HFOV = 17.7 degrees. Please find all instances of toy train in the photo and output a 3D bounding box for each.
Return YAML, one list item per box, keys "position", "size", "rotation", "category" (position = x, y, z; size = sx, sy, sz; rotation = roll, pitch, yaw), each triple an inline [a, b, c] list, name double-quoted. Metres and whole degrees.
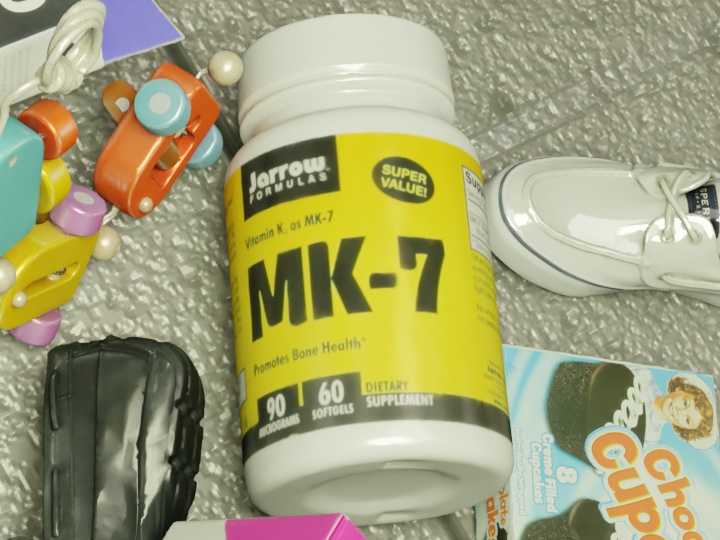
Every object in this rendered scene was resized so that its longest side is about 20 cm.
- position: [-0.124, -0.050, 0.929]
  size: [0.056, 0.200, 0.150]
  rotation: [32, 89, 16]
  category: "toy train"

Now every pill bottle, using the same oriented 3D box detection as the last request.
- position: [0.000, 0.000, 0.994]
  size: [0.114, 0.114, 0.200]
  rotation: [5, 66, -26]
  category: "pill bottle"

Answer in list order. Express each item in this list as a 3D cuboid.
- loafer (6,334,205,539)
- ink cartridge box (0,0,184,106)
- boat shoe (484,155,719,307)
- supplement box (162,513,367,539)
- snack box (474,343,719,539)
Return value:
- position: [-0.109, 0.123, 0.921]
  size: [0.070, 0.068, 0.201]
  rotation: [2, 71, 13]
  category: "loafer"
- position: [-0.202, -0.143, 0.962]
  size: [0.200, 0.043, 0.198]
  rotation: [-25, 64, -34]
  category: "ink cartridge box"
- position: [0.154, -0.024, 1.114]
  size: [0.200, 0.065, 0.074]
  rotation: [6, 67, -26]
  category: "boat shoe"
- position: [-0.005, 0.193, 0.878]
  size: [0.200, 0.101, 0.103]
  rotation: [52, 53, -24]
  category: "supplement box"
- position: [0.111, 0.138, 1.038]
  size: [0.116, 0.037, 0.200]
  rotation: [9, 65, -25]
  category: "snack box"
